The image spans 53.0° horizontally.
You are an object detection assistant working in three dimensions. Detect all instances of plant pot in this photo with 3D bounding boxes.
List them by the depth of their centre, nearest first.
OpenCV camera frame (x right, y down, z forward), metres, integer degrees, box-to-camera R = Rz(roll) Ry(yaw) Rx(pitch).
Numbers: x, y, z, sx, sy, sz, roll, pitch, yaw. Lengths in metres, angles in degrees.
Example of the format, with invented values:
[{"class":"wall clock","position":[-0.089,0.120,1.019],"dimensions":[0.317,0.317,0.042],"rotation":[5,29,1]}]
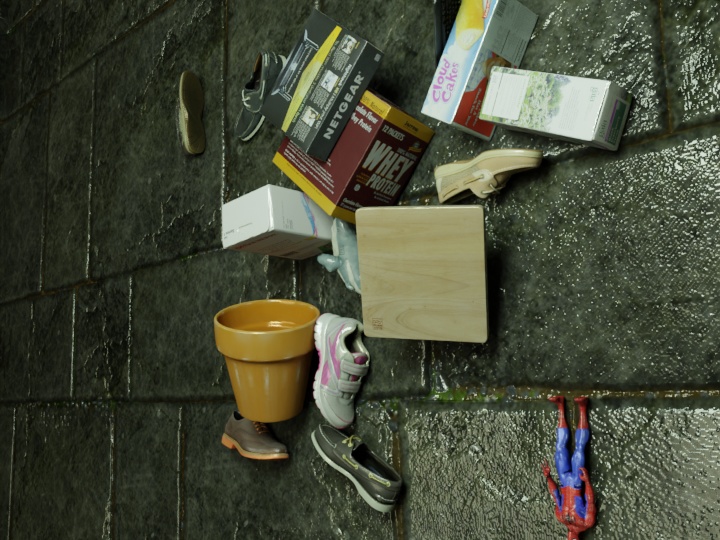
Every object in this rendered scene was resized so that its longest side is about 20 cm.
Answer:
[{"class":"plant pot","position":[-0.170,0.172,1.351],"dimensions":[0.197,0.198,0.188],"rotation":[13,109,43]}]

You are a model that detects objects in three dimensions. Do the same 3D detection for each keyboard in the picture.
[{"class":"keyboard","position":[0.148,-0.365,1.120],"dimensions":[0.020,0.202,0.128],"rotation":[20,59,21]}]

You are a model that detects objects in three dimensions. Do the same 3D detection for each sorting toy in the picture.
[{"class":"sorting toy","position":[0.101,-0.002,1.110],"dimensions":[0.195,0.069,0.204],"rotation":[1,105,21]}]

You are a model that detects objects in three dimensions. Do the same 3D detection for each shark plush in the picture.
[{"class":"shark plush","position":[0.000,0.000,1.258],"dimensions":[0.084,0.089,0.202],"rotation":[-52,56,39]}]

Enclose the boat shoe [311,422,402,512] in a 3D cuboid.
[{"class":"boat shoe","position":[-0.005,0.322,1.241],"dimensions":[0.200,0.071,0.062],"rotation":[37,112,32]}]

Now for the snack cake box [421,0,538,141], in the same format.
[{"class":"snack cake box","position":[0.183,-0.315,1.106],"dimensions":[0.067,0.114,0.204],"rotation":[30,105,39]}]

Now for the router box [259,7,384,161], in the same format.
[{"class":"router box","position":[-0.068,-0.311,1.205],"dimensions":[0.157,0.052,0.202],"rotation":[43,108,37]}]

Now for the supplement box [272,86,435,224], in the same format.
[{"class":"supplement box","position":[-0.015,-0.215,1.262],"dimensions":[0.197,0.131,0.203],"rotation":[43,108,38]}]

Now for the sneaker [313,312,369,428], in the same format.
[{"class":"sneaker","position":[-0.029,0.175,1.274],"dimensions":[0.087,0.080,0.206],"rotation":[-8,84,38]}]

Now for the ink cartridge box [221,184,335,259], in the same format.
[{"class":"ink cartridge box","position":[-0.137,-0.084,1.328],"dimensions":[0.143,0.197,0.086],"rotation":[-16,74,40]}]

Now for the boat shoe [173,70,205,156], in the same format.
[{"class":"boat shoe","position":[-0.415,-0.373,1.721],"dimensions":[0.064,0.072,0.206],"rotation":[-12,77,36]}]

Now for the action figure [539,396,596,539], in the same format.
[{"class":"action figure","position":[0.285,0.277,0.983],"dimensions":[0.064,0.051,0.206],"rotation":[-7,82,39]}]

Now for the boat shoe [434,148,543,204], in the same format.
[{"class":"boat shoe","position":[0.197,-0.143,1.109],"dimensions":[0.198,0.070,0.066],"rotation":[-8,86,51]}]

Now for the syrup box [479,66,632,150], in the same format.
[{"class":"syrup box","position":[0.275,-0.233,1.030],"dimensions":[0.198,0.080,0.081],"rotation":[23,103,43]}]

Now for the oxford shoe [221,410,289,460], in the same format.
[{"class":"oxford shoe","position":[-0.210,0.329,1.439],"dimensions":[0.197,0.070,0.075],"rotation":[7,84,44]}]

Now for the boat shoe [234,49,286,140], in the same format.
[{"class":"boat shoe","position":[-0.229,-0.375,1.548],"dimensions":[0.072,0.067,0.202],"rotation":[48,118,34]}]
